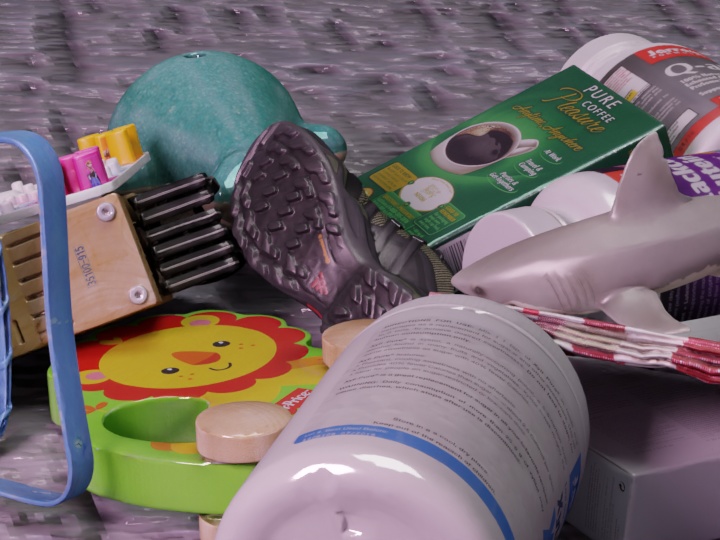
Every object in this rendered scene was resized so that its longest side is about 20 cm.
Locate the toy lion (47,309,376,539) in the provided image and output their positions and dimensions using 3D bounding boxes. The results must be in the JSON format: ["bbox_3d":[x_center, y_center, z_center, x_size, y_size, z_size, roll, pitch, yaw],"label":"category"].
[{"bbox_3d":[-0.083,0.068,1.351,0.190,0.069,0.200,7,20,27],"label":"toy lion"}]

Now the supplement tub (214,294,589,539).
[{"bbox_3d":[0.023,0.102,1.172,0.131,0.133,0.200,10,22,14],"label":"supplement tub"}]

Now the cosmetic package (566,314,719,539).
[{"bbox_3d":[0.170,0.080,1.368,0.199,0.052,0.151,-9,26,-31],"label":"cosmetic package"}]

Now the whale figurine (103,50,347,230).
[{"bbox_3d":[-0.084,-0.078,1.616,0.158,0.105,0.200,-10,11,-17],"label":"whale figurine"}]

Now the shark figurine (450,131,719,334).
[{"bbox_3d":[0.162,-0.037,1.362,0.214,0.090,0.128,-24,25,-29],"label":"shark figurine"}]

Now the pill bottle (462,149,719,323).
[{"bbox_3d":[0.160,-0.005,1.503,0.199,0.112,0.111,-10,25,-33],"label":"pill bottle"}]

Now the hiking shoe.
[{"bbox_3d":[0.000,0.000,1.477,0.100,0.076,0.200,25,26,-50],"label":"hiking shoe"}]

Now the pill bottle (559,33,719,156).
[{"bbox_3d":[0.204,-0.079,1.695,0.115,0.117,0.200,-5,23,-23],"label":"pill bottle"}]

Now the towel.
[{"bbox_3d":[0.138,0.042,1.300,0.199,0.023,0.144,10,-3,14],"label":"towel"}]

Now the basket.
[{"bbox_3d":[-0.216,0.018,1.284,0.199,0.178,0.139,6,14,38],"label":"basket"}]

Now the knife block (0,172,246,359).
[{"bbox_3d":[-0.163,0.006,1.464,0.199,0.064,0.176,-21,-1,-3],"label":"knife block"}]

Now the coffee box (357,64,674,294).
[{"bbox_3d":[0.078,-0.047,1.589,0.199,0.044,0.123,-28,29,-13],"label":"coffee box"}]

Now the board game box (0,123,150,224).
[{"bbox_3d":[-0.224,-0.037,1.482,0.199,0.026,0.200,-16,7,3],"label":"board game box"}]
